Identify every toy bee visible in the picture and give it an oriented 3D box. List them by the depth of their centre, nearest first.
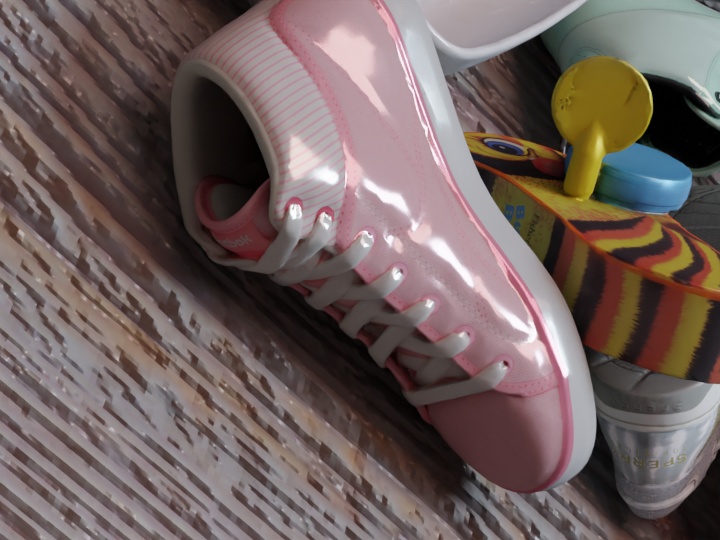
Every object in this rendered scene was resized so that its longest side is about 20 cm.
[{"bbox_3d":[0.062,-0.013,0.911,0.109,0.200,0.131,7,90,-19],"label":"toy bee"}]

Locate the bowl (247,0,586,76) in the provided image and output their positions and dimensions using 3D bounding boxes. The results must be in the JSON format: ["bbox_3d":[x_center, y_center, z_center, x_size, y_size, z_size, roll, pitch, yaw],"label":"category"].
[{"bbox_3d":[-0.006,-0.162,0.956,0.200,0.075,0.200,58,31,-1],"label":"bowl"}]

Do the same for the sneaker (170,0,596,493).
[{"bbox_3d":[0.000,0.000,0.832,0.105,0.075,0.200,-30,98,-40],"label":"sneaker"}]

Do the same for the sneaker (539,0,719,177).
[{"bbox_3d":[0.168,-0.061,1.071,0.200,0.074,0.118,19,33,-17],"label":"sneaker"}]

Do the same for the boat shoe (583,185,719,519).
[{"bbox_3d":[0.135,0.023,1.003,0.202,0.074,0.065,-61,150,-58],"label":"boat shoe"}]

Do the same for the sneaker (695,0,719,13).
[{"bbox_3d":[0.152,-0.185,1.107,0.200,0.078,0.079,52,36,-31],"label":"sneaker"}]
